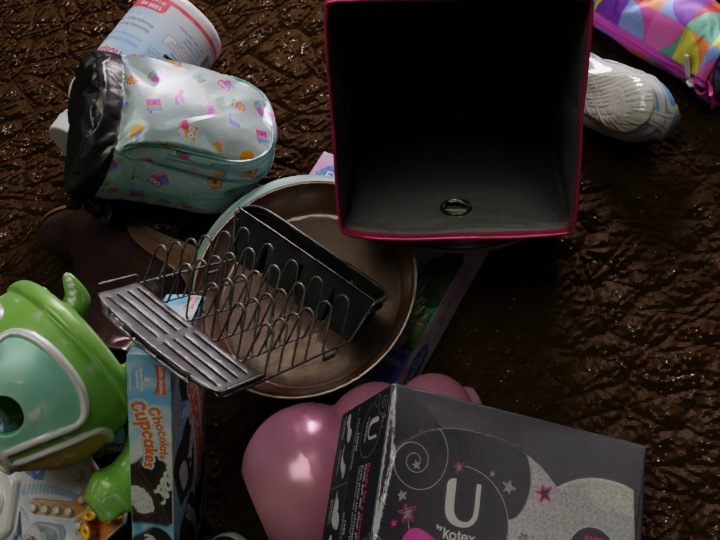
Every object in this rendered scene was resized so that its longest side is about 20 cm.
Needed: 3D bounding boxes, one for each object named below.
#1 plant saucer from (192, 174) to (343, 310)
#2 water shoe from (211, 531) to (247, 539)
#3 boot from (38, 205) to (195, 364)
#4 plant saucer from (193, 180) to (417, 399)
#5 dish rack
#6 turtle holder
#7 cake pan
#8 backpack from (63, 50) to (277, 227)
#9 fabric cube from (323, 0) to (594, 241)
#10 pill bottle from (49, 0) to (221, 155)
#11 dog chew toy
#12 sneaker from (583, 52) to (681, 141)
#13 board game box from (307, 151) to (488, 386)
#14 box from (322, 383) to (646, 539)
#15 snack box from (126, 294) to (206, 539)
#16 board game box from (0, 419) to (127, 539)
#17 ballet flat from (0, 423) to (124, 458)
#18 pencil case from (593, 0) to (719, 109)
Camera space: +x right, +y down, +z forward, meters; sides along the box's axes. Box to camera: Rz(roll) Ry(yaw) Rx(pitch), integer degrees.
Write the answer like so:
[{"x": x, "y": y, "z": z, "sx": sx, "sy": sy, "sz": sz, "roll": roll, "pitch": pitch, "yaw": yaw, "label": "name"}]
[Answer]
[{"x": -0.073, "y": -0.017, "z": 0.955, "sx": 0.198, "sy": 0.039, "sz": 0.204, "roll": -9, "pitch": 56, "yaw": 13, "label": "plant saucer"}, {"x": -0.147, "y": 0.292, "z": 0.807, "sx": 0.071, "sy": 0.079, "sz": 0.202, "roll": 19, "pitch": 66, "yaw": 27, "label": "water shoe"}, {"x": -0.263, "y": 0.011, "z": 1.002, "sx": 0.197, "sy": 0.073, "sz": 0.167, "roll": 14, "pitch": 39, "yaw": 17, "label": "boot"}, {"x": -0.046, "y": 0.018, "z": 0.882, "sx": 0.197, "sy": 0.035, "sz": 0.203, "roll": -6, "pitch": 63, "yaw": 11, "label": "plant saucer"}, {"x": -0.090, "y": 0.021, "z": 0.780, "sx": 0.152, "sy": 0.055, "sz": 0.199, "roll": 32, "pitch": 27, "yaw": 24, "label": "dish rack"}, {"x": -0.252, "y": 0.106, "z": 0.848, "sx": 0.140, "sy": 0.187, "sz": 0.132, "roll": 10, "pitch": 46, "yaw": 46, "label": "turtle holder"}, {"x": 0.085, "y": -0.088, "z": 0.953, "sx": 0.197, "sy": 0.037, "sz": 0.202, "roll": -2, "pitch": 36, "yaw": 1, "label": "cake pan"}, {"x": -0.183, "y": -0.127, "z": 1.021, "sx": 0.197, "sy": 0.127, "sz": 0.169, "roll": 12, "pitch": 60, "yaw": -25, "label": "backpack"}, {"x": 0.077, "y": -0.162, "z": 0.855, "sx": 0.193, "sy": 0.203, "sz": 0.201, "roll": 0, "pitch": 33, "yaw": 3, "label": "fabric cube"}, {"x": -0.249, "y": -0.204, "z": 1.142, "sx": 0.108, "sy": 0.109, "sz": 0.201, "roll": 21, "pitch": 67, "yaw": 28, "label": "pill bottle"}, {"x": 0.007, "y": 0.147, "z": 0.829, "sx": 0.198, "sy": 0.125, "sz": 0.125, "roll": -25, "pitch": 54, "yaw": -8, "label": "dog chew toy"}, {"x": 0.224, "y": -0.175, "z": 1.004, "sx": 0.200, "sy": 0.072, "sz": 0.073, "roll": 44, "pitch": 107, "yaw": 46, "label": "sneaker"}, {"x": 0.000, "y": 0.000, "z": 0.970, "sx": 0.198, "sy": 0.041, "sz": 0.201, "roll": 20, "pitch": 66, "yaw": 28, "label": "board game box"}, {"x": 0.084, "y": 0.173, "z": 0.721, "sx": 0.197, "sy": 0.115, "sz": 0.134, "roll": 15, "pitch": 67, "yaw": -14, "label": "box"}, {"x": -0.150, "y": 0.134, "z": 0.819, "sx": 0.036, "sy": 0.203, "sz": 0.116, "roll": 4, "pitch": 20, "yaw": 3, "label": "snack box"}, {"x": -0.331, "y": 0.202, "z": 0.906, "sx": 0.200, "sy": 0.026, "sz": 0.200, "roll": -41, "pitch": 72, "yaw": 1, "label": "board game box"}, {"x": -0.241, "y": 0.138, "z": 0.945, "sx": 0.197, "sy": 0.064, "sz": 0.077, "roll": -13, "pitch": 75, "yaw": 11, "label": "ballet flat"}, {"x": 0.295, "y": -0.238, "z": 1.002, "sx": 0.088, "sy": 0.089, "sz": 0.200, "roll": -37, "pitch": 53, "yaw": -8, "label": "pencil case"}]
